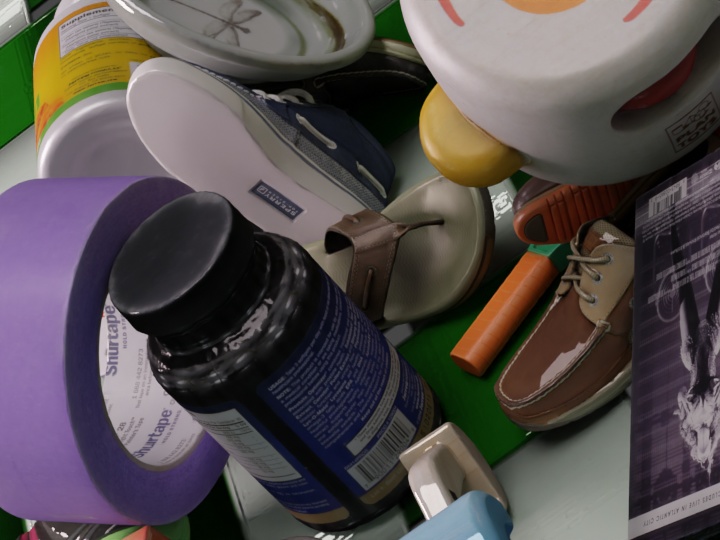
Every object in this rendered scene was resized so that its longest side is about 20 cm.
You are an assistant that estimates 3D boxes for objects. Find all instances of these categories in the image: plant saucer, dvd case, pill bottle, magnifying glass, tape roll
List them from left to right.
[{"bbox_3d":[-0.149,0.046,1.451,0.085,0.200,0.200,-1,50,28],"label":"tape roll"},{"bbox_3d":[-0.161,-0.115,1.670,0.111,0.111,0.200,-33,32,13],"label":"pill bottle"},{"bbox_3d":[-0.091,-0.170,1.642,0.200,0.199,0.050,-108,35,-53],"label":"plant saucer"},{"bbox_3d":[-0.049,0.050,1.416,0.112,0.200,0.112,-25,38,22],"label":"pill bottle"},{"bbox_3d":[0.121,-0.020,1.488,0.200,0.022,0.079,-51,36,-15],"label":"magnifying glass"},{"bbox_3d":[0.180,0.034,1.262,0.149,0.016,0.201,-34,47,58],"label":"dvd case"}]

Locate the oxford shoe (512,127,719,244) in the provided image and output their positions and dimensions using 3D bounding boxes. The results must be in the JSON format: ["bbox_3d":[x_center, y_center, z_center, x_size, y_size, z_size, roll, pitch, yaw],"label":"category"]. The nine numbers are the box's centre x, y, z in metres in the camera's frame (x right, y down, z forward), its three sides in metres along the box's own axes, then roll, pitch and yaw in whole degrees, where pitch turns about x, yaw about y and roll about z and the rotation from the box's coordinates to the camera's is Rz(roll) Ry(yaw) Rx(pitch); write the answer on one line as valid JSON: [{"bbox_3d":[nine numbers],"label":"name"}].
[{"bbox_3d":[0.163,-0.085,1.445,0.200,0.071,0.073,-32,62,-8],"label":"oxford shoe"}]

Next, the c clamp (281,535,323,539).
[{"bbox_3d":[-0.062,0.236,1.382,0.171,0.027,0.200,-35,35,11],"label":"c clamp"}]

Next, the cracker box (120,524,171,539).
[{"bbox_3d":[-0.177,0.246,1.431,0.200,0.058,0.134,-31,35,34],"label":"cracker box"}]

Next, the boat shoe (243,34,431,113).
[{"bbox_3d":[-0.038,-0.120,1.719,0.199,0.073,0.065,-3,76,33],"label":"boat shoe"}]

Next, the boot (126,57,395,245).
[{"bbox_3d":[-0.061,-0.084,1.583,0.073,0.200,0.091,-31,31,34],"label":"boot"}]

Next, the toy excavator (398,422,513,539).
[{"bbox_3d":[0.056,0.150,1.279,0.100,0.194,0.200,-34,63,12],"label":"toy excavator"}]

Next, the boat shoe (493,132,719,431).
[{"bbox_3d":[0.142,0.001,1.394,0.200,0.072,0.076,-47,34,-8],"label":"boat shoe"}]

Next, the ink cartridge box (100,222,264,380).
[{"bbox_3d":[-0.120,0.009,1.651,0.116,0.067,0.200,-22,38,26],"label":"ink cartridge box"}]

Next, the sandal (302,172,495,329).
[{"bbox_3d":[0.000,0.001,1.526,0.201,0.057,0.080,-26,72,31],"label":"sandal"}]

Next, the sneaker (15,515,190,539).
[{"bbox_3d":[-0.183,0.184,1.530,0.199,0.077,0.084,-16,29,24],"label":"sneaker"}]

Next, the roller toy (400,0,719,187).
[{"bbox_3d":[0.123,-0.144,1.368,0.182,0.140,0.201,1,70,20],"label":"roller toy"}]
